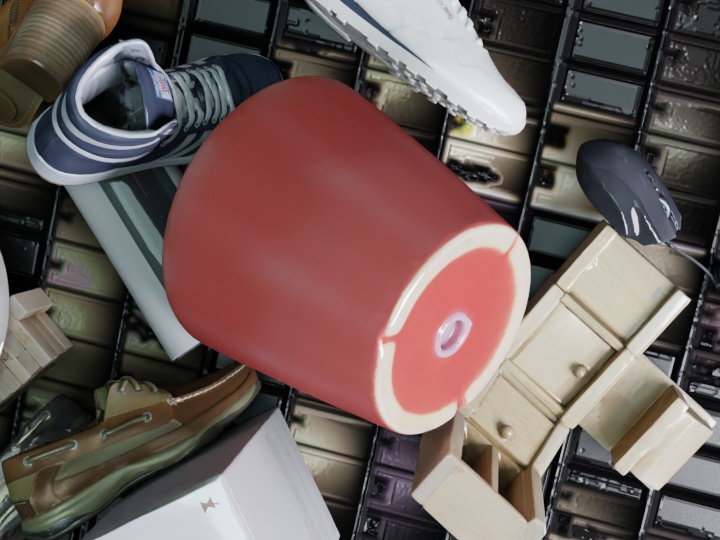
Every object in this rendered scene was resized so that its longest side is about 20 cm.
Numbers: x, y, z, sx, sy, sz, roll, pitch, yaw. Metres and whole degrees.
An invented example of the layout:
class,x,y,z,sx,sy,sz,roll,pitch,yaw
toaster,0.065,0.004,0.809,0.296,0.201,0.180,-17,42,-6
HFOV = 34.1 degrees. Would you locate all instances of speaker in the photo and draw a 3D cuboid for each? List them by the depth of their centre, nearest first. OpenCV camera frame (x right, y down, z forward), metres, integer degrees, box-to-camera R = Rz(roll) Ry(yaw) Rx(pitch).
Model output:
class,x,y,z,sx,sy,sz,roll,pitch,yaw
speaker,-0.157,-0.040,0.860,0.080,0.081,0.202,-31,91,8

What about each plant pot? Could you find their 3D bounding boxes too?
class,x,y,z,sx,sy,sz,roll,pitch,yaw
plant pot,0.000,0.000,0.758,0.176,0.199,0.203,32,99,36

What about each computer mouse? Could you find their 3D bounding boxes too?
class,x,y,z,sx,sy,sz,roll,pitch,yaw
computer mouse,0.230,-0.022,0.831,0.200,0.059,0.034,43,131,0

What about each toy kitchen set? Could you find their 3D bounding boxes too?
class,x,y,z,sx,sy,sz,roll,pitch,yaw
toy kitchen set,0.162,0.104,0.789,0.163,0.180,0.201,41,101,0

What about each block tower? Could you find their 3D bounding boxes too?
class,x,y,z,sx,sy,sz,roll,pitch,yaw
block tower,-0.309,0.101,0.902,0.200,0.054,0.058,-42,91,8

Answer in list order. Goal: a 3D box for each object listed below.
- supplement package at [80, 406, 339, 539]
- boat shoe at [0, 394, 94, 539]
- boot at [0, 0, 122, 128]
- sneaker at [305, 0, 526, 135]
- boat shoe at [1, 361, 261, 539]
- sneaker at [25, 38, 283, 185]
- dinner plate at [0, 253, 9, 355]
class,x,y,z,sx,sy,sz,roll,pitch,yaw
supplement package,-0.098,0.189,0.814,0.116,0.200,0.118,-25,92,7
boat shoe,-0.279,0.171,0.903,0.199,0.075,0.074,-38,81,-1
boot,-0.228,-0.192,0.847,0.076,0.199,0.157,37,65,-28
sneaker,0.046,-0.174,0.832,0.199,0.076,0.081,39,88,0
boat shoe,-0.164,0.113,0.845,0.198,0.075,0.075,-32,93,-24
sneaker,-0.120,-0.116,0.791,0.198,0.108,0.071,-23,86,-31
dinner plate,-0.352,0.035,0.881,0.197,0.024,0.204,-4,77,19
